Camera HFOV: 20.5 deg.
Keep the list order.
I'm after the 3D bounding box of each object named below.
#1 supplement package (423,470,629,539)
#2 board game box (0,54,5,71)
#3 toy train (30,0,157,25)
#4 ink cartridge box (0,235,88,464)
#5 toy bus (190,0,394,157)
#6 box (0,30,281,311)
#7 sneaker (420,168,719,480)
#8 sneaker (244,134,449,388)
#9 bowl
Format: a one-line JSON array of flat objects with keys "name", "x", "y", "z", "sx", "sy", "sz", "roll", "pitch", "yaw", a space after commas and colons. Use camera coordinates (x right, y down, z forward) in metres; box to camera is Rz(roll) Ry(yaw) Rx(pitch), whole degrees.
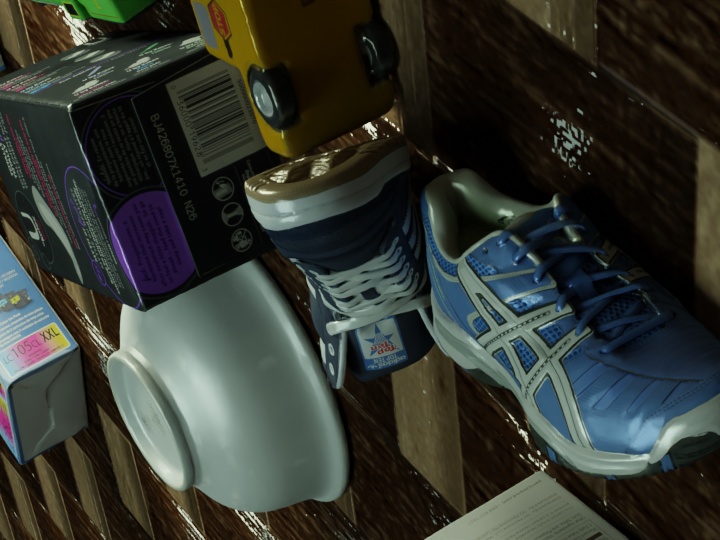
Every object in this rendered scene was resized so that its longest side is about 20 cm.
[{"name": "supplement package", "x": 0.104, "y": 0.209, "z": 0.906, "sx": 0.200, "sy": 0.119, "sz": 0.122, "roll": 37, "pitch": 146, "yaw": 47}, {"name": "board game box", "x": -0.358, "y": -0.248, "z": 1.501, "sx": 0.200, "sy": 0.056, "sz": 0.197, "roll": 30, "pitch": 142, "yaw": 54}, {"name": "toy train", "x": -0.176, "y": -0.180, "z": 1.196, "sx": 0.200, "sy": 0.042, "sz": 0.057, "roll": 21, "pitch": 145, "yaw": 59}, {"name": "ink cartridge box", "x": -0.322, "y": 0.050, "z": 1.751, "sx": 0.200, "sy": 0.076, "sz": 0.137, "roll": 52, "pitch": 157, "yaw": 28}, {"name": "toy bus", "x": -0.048, "y": -0.156, "z": 0.892, "sx": 0.078, "sy": 0.065, "sz": 0.201, "roll": 28, "pitch": 141, "yaw": 55}, {"name": "box", "x": -0.132, "y": -0.063, "z": 1.138, "sx": 0.200, "sy": 0.105, "sz": 0.123, "roll": 16, "pitch": 128, "yaw": 62}, {"name": "sneaker", "x": 0.080, "y": 0.019, "z": 0.794, "sx": 0.200, "sy": 0.075, "sz": 0.078, "roll": 29, "pitch": 145, "yaw": 53}, {"name": "sneaker", "x": 0.000, "y": 0.000, "z": 0.881, "sx": 0.200, "sy": 0.069, "sz": 0.110, "roll": -53, "pitch": -51, "yaw": -84}, {"name": "bowl", "x": -0.097, "y": 0.075, "z": 1.248, "sx": 0.201, "sy": 0.090, "sz": 0.202, "roll": 48, "pitch": 154, "yaw": 33}]
